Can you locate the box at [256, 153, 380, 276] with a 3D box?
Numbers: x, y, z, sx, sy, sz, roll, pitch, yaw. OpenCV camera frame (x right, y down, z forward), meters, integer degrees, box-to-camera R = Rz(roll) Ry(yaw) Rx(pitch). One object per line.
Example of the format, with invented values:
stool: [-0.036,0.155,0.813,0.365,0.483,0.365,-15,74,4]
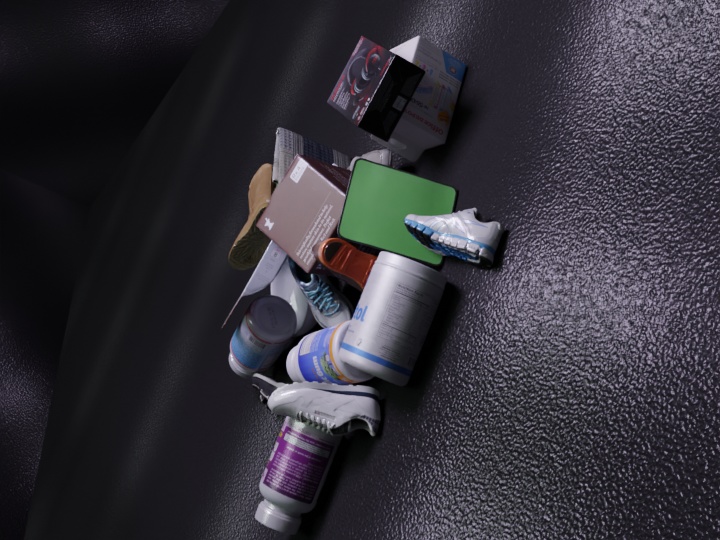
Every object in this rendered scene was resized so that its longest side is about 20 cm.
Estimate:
box: [-0.055,-0.098,1.715,0.164,0.199,0.167,41,108,28]

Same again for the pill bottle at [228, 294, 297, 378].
pill bottle: [-0.213,0.146,1.877,0.200,0.108,0.109,125,153,-49]

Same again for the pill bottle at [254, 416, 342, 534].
pill bottle: [-0.117,0.366,1.609,0.112,0.112,0.201,11,78,61]

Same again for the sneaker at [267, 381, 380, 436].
sneaker: [-0.064,0.244,1.547,0.077,0.198,0.081,86,-175,-60]

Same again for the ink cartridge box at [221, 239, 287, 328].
ink cartridge box: [-0.206,0.034,1.783,0.201,0.057,0.163,-64,5,-4]

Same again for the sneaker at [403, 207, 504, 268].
sneaker: [0.161,-0.070,1.507,0.199,0.075,0.087,22,75,40]

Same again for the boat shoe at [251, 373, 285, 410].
boat shoe: [-0.175,0.261,1.836,0.199,0.074,0.061,10,72,53]

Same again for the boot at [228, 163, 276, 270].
boot: [-0.224,-0.115,1.906,0.175,0.066,0.200,-52,25,20]

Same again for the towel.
towel: [-0.102,-0.213,1.949,0.035,0.191,0.201,-51,30,37]

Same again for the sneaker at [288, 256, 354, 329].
sneaker: [-0.085,0.044,1.741,0.077,0.086,0.201,-37,78,6]

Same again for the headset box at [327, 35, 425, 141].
headset box: [0.022,-0.351,1.694,0.149,0.075,0.200,-60,30,13]

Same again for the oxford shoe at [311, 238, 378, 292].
oxford shoe: [0.000,0.000,1.603,0.072,0.199,0.073,-60,25,-11]

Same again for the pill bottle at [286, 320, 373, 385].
pill bottle: [-0.055,0.164,1.659,0.200,0.112,0.113,-23,49,52]

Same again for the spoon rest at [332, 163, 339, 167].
spoon rest: [-0.091,-0.147,1.822,0.200,0.060,0.100,-45,-27,-38]

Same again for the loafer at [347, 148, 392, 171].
loafer: [0.013,-0.205,1.826,0.200,0.069,0.071,148,128,-69]

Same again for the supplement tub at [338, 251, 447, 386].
supplement tub: [0.054,0.083,1.517,0.132,0.131,0.201,12,79,61]

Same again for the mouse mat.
mouse mat: [0.067,-0.104,1.583,0.008,0.199,0.162,121,164,-70]

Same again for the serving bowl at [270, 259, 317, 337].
serving bowl: [-0.124,0.041,1.893,0.200,0.065,0.202,0,90,61]

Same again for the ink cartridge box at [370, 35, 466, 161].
ink cartridge box: [0.104,-0.330,1.755,0.125,0.128,0.201,-9,62,57]
